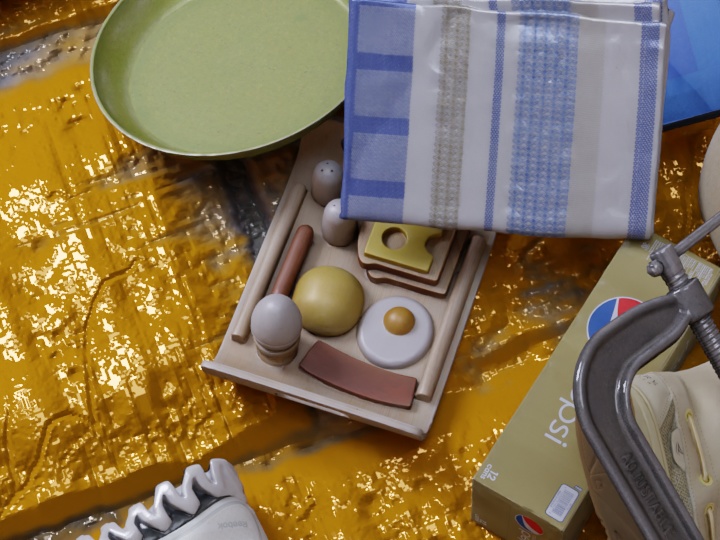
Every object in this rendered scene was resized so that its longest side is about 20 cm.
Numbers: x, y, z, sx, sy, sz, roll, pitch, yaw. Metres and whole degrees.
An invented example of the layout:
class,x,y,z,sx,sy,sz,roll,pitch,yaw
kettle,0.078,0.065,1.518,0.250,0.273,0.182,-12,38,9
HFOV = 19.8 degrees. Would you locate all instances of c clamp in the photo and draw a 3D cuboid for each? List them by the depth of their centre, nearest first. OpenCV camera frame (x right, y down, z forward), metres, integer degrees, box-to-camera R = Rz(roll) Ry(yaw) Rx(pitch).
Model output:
class,x,y,z,sx,sy,sz,roll,pitch,yaw
c clamp,0.198,0.080,1.141,0.170,0.027,0.201,-25,90,-34

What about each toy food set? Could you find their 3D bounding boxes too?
class,x,y,z,sx,sy,sz,roll,pitch,yaw
toy food set,0.000,0.000,1.287,0.142,0.061,0.201,16,62,9

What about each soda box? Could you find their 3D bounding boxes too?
class,x,y,z,sx,sy,sz,roll,pitch,yaw
soda box,0.143,0.074,1.243,0.064,0.068,0.201,29,67,16

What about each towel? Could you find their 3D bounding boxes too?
class,x,y,z,sx,sy,sz,roll,pitch,yaw
towel,0.088,-0.096,1.254,0.198,0.024,0.148,3,96,9

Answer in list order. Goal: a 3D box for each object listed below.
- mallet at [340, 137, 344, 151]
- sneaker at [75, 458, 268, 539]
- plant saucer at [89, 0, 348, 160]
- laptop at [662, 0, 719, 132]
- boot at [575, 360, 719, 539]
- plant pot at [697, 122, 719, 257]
class,x,y,z,sx,sy,sz,roll,pitch,yaw
mallet,0.076,-0.122,1.337,0.066,0.041,0.200,40,66,16
sneaker,-0.141,0.190,1.191,0.199,0.075,0.081,-31,75,-14
plant saucer,-0.079,-0.142,1.361,0.198,0.031,0.201,-7,51,9
laptop,0.122,-0.156,1.278,0.199,0.103,0.179,-18,94,-26
boot,0.212,0.146,1.195,0.155,0.073,0.202,-15,92,-35
plant pot,0.285,-0.047,1.246,0.134,0.201,0.201,27,65,32
